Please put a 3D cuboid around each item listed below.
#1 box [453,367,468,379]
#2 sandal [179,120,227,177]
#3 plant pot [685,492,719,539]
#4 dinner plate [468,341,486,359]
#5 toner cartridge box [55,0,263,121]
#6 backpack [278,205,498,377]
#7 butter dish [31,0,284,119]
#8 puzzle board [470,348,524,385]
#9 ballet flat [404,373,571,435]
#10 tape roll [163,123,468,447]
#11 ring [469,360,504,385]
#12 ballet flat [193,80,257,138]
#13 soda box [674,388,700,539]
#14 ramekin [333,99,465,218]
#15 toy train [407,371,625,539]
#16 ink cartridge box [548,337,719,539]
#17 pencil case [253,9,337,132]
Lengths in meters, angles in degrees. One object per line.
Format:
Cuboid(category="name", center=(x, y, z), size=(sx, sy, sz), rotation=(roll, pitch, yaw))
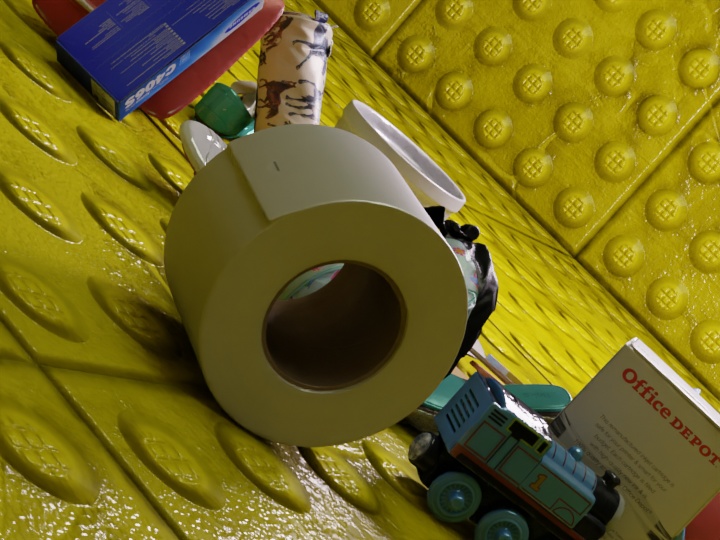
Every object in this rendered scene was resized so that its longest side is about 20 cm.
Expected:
Cuboid(category="box", center=(0.107, 0.143, 1.798), size=(0.163, 0.021, 0.200), rotation=(44, 11, 9))
Cuboid(category="sandal", center=(-0.121, -0.057, 1.723), size=(0.203, 0.050, 0.083), rotation=(50, 19, -34))
Cuboid(category="plant pot", center=(0.288, 0.211, 1.791), size=(0.177, 0.201, 0.201), rotation=(30, 12, -8))
Cuboid(category="dinner plate", center=(0.064, 0.034, 2.016), size=(0.200, 0.024, 0.200), rotation=(35, 9, -6))
Cuboid(category="toner cartridge box", center=(-0.198, -0.245, 1.793), size=(0.095, 0.200, 0.043), rotation=(45, -22, 11))
Cuboid(category="backpack", center=(0.008, 0.027, 1.540), size=(0.199, 0.167, 0.127), rotation=(13, 31, -37))
Cuboid(category="butter dish", center=(-0.214, -0.254, 1.900), size=(0.199, 0.200, 0.148), rotation=(41, -21, 8))
Cuboid(category="puzzle board", center=(0.207, 0.158, 1.964), size=(0.151, 0.017, 0.200), rotation=(43, 1, 44))
Cuboid(category="ballet flat", center=(0.099, 0.133, 1.661), size=(0.199, 0.071, 0.071), rotation=(7, 20, -13))
Cuboid(category="tape roll", center=(-0.036, 0.010, 1.331), size=(0.202, 0.203, 0.139), rotation=(36, 12, -29))
Cuboid(category="ring", center=(0.191, 0.168, 1.949), size=(0.200, 0.019, 0.200), rotation=(42, 2, -1))
Cuboid(category="ballet flat", center=(-0.133, -0.186, 2.114), size=(0.067, 0.070, 0.200), rotation=(43, 10, 10))
Cuboid(category="soda box", center=(0.271, 0.208, 1.664), size=(0.064, 0.201, 0.068), rotation=(6, 5, 13))
Cuboid(category="ramekin", center=(0.030, -0.117, 2.337), size=(0.200, 0.105, 0.200), rotation=(40, 10, -9))
Cuboid(category="toy train", center=(0.134, 0.180, 1.499), size=(0.200, 0.114, 0.087), rotation=(38, 12, -18))
Cuboid(category="ink cartridge box", center=(0.226, 0.181, 1.594), size=(0.146, 0.200, 0.086), rotation=(44, 11, 10))
Cuboid(category="pencil case", center=(-0.076, -0.194, 2.057), size=(0.089, 0.201, 0.078), rotation=(5, -4, -11))
